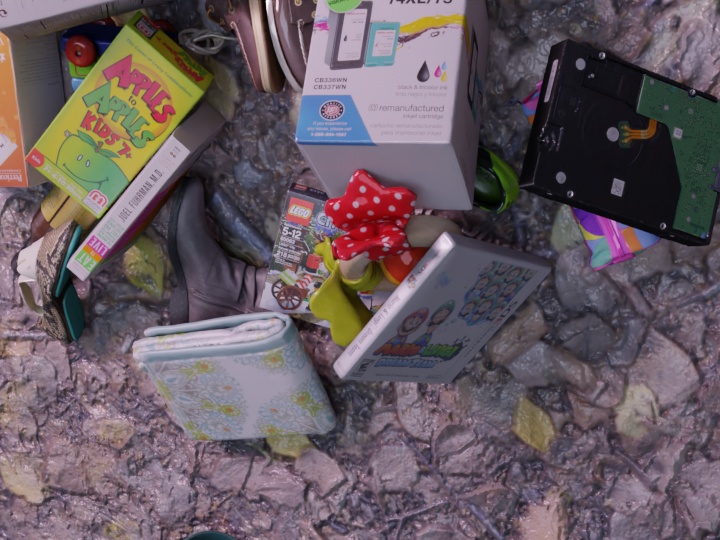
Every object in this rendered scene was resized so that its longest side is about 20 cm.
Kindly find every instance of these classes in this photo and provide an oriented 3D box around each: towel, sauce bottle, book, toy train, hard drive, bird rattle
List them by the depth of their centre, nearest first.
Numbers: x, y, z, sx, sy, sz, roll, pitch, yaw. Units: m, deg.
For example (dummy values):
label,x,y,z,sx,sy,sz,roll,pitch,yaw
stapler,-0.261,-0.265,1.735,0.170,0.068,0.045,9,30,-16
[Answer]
label,x,y,z,sx,sy,sz,roll,pitch,yaw
hard drive,0.253,-0.116,0.927,0.196,0.038,0.143,15,85,-16
bird rattle,0.027,-0.024,0.973,0.160,0.114,0.201,-2,146,-23
book,-0.234,-0.086,1.087,0.048,0.134,0.200,41,112,-10
toy train,-0.223,-0.208,1.089,0.195,0.085,0.118,6,124,4
towel,-0.142,0.125,1.128,0.196,0.049,0.173,-6,135,18
sauce bottle,-0.346,-0.067,1.164,0.065,0.065,0.200,45,112,-1

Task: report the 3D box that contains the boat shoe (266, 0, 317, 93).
label,x,y,z,sx,sy,sz,roll,pitch,yaw
boat shoe,-0.062,-0.288,1.017,0.058,0.072,0.204,-8,98,21

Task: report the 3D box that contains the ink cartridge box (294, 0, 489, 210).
label,x,y,z,sx,sy,sz,roll,pitch,yaw
ink cartridge box,0.037,-0.180,0.934,0.144,0.146,0.204,2,71,15

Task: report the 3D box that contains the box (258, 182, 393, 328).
label,x,y,z,sx,sy,sz,roll,pitch,yaw
box,0.000,0.000,1.077,0.196,0.038,0.139,16,110,-2

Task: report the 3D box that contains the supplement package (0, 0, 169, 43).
label,x,y,z,sx,sy,sz,roll,pitch,yaw
supplement package,-0.285,-0.352,0.981,0.196,0.147,0.195,-17,102,-11

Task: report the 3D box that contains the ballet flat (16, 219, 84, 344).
label,x,y,z,sx,sy,sz,roll,pitch,yaw
ballet flat,-0.365,0.013,1.154,0.074,0.069,0.202,14,139,-2

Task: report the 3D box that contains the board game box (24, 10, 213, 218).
label,x,y,z,sx,sy,sz,roll,pitch,yaw
board game box,-0.256,-0.160,1.040,0.101,0.048,0.200,39,117,-16

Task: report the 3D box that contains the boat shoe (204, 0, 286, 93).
label,x,y,z,sx,sy,sz,roll,pitch,yaw
boat shoe,-0.128,-0.280,1.032,0.071,0.072,0.204,-12,94,18

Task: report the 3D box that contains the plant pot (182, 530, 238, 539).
label,x,y,z,sx,sy,sz,roll,pitch,yaw
plant pot,-0.226,0.439,1.211,0.159,0.200,0.203,-24,98,32

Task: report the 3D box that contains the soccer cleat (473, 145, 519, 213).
label,x,y,z,sx,sy,sz,roll,pitch,yaw
soccer cleat,0.074,-0.122,1.018,0.197,0.081,0.068,28,111,7

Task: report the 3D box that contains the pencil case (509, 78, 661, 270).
label,x,y,z,sx,sy,sz,roll,pitch,yaw
pencil case,0.226,-0.102,0.979,0.087,0.088,0.203,-25,99,21

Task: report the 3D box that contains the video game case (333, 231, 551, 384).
label,x,y,z,sx,sy,sz,roll,pitch,yaw
video game case,0.088,0.046,1.010,0.183,0.198,0.024,-51,57,22

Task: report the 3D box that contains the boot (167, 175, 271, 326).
label,x,y,z,sx,sy,sz,roll,pitch,yaw
boot,-0.150,-0.007,1.133,0.129,0.070,0.204,5,111,6

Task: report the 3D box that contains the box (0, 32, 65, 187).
label,x,y,z,sx,sy,sz,roll,pitch,yaw
box,-0.417,-0.203,1.127,0.122,0.098,0.204,1,106,15
